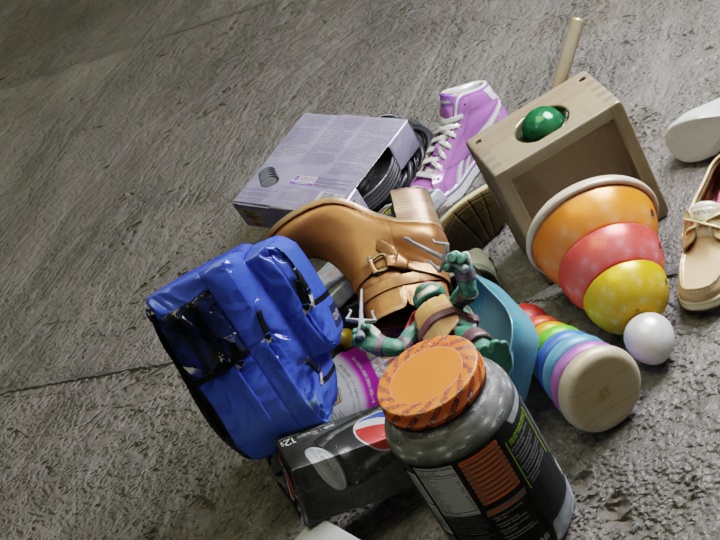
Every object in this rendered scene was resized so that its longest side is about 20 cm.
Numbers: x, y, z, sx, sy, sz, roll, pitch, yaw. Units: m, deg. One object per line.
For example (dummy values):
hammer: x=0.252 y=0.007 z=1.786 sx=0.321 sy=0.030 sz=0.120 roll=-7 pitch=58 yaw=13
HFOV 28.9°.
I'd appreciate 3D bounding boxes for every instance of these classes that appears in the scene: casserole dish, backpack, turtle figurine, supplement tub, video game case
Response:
casserole dish: x=0.132 y=0.077 z=1.415 sx=0.039 sy=0.122 sz=0.200 roll=7 pitch=16 yaw=-17
backpack: x=-0.099 y=0.078 z=1.393 sx=0.167 sy=0.200 sz=0.163 roll=-27 pitch=4 yaw=13
turtle figurine: x=0.075 y=0.050 z=1.379 sx=0.150 sy=0.101 sz=0.200 roll=-51 pitch=34 yaw=16
supplement tub: x=0.100 y=0.160 z=1.233 sx=0.122 sy=0.200 sz=0.123 roll=-22 pitch=32 yaw=14
video game case: x=0.005 y=-0.021 z=1.664 sx=0.182 sy=0.022 sz=0.200 roll=-45 pitch=9 yaw=-14

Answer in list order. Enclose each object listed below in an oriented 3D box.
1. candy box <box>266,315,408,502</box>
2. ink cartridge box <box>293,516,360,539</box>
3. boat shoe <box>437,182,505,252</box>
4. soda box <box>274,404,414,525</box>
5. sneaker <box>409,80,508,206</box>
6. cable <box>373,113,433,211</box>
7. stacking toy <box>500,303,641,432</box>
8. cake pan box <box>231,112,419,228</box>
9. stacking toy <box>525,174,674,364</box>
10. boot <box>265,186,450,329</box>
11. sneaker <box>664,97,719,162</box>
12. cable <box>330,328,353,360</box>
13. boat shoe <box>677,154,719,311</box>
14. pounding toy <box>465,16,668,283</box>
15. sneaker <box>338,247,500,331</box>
candy box: x=-0.008 y=0.149 z=1.479 sx=0.200 sy=0.061 sz=0.136 roll=-30 pitch=31 yaw=2
ink cartridge box: x=-0.065 y=0.327 z=1.276 sx=0.200 sy=0.059 sz=0.104 roll=-44 pitch=31 yaw=-20
boat shoe: x=0.094 y=-0.043 z=1.652 sx=0.200 sy=0.073 sz=0.065 roll=-39 pitch=37 yaw=-11
soda box: x=0.023 y=0.174 z=1.352 sx=0.199 sy=0.071 sz=0.063 roll=-18 pitch=26 yaw=-13
sneaker: x=0.105 y=-0.161 z=1.773 sx=0.073 sy=0.114 sz=0.201 roll=14 pitch=54 yaw=48
cable: x=0.022 y=-0.153 z=1.895 sx=0.163 sy=0.051 sz=0.200 roll=-6 pitch=39 yaw=36
stacking toy: x=0.193 y=0.085 z=1.386 sx=0.085 sy=0.085 sz=0.200 roll=-36 pitch=25 yaw=-7
cake pan box: x=-0.042 y=-0.128 z=1.836 sx=0.200 sy=0.052 sz=0.184 roll=8 pitch=53 yaw=40
stacking toy: x=0.263 y=0.017 z=1.405 sx=0.146 sy=0.146 sz=0.200 roll=-26 pitch=50 yaw=8
boot: x=0.000 y=0.000 z=1.520 sx=0.199 sy=0.077 sz=0.156 roll=-9 pitch=60 yaw=0
sneaker: x=0.440 y=-0.176 z=1.548 sx=0.200 sy=0.075 sz=0.088 roll=-5 pitch=28 yaw=39
cable: x=-0.066 y=0.054 z=1.536 sx=0.097 sy=0.200 sz=0.050 roll=-17 pitch=33 yaw=37
boat shoe: x=0.358 y=-0.044 z=1.425 sx=0.074 sy=0.069 sz=0.200 roll=-8 pitch=38 yaw=34
pounding toy: x=0.225 y=-0.135 z=1.544 sx=0.184 sy=0.200 sz=0.142 roll=-31 pitch=30 yaw=1
sneaker: x=0.061 y=0.030 z=1.587 sx=0.199 sy=0.074 sz=0.089 roll=-18 pitch=28 yaw=8
